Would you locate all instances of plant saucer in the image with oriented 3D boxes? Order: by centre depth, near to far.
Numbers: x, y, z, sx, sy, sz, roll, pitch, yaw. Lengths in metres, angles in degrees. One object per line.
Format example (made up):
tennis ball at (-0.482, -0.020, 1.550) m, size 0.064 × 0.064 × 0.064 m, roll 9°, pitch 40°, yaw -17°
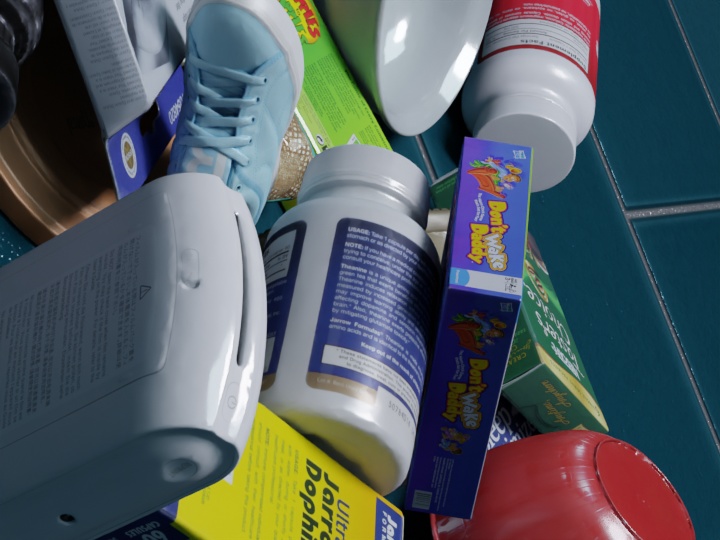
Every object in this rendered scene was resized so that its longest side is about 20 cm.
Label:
plant saucer at (-0.172, -0.097, 1.249) m, size 0.200 × 0.032 × 0.202 m, roll 36°, pitch 41°, yaw -38°

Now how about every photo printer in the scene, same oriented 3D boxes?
photo printer at (-0.130, 0.050, 1.038) m, size 0.069 × 0.199 × 0.168 m, roll 35°, pitch 40°, yaw -39°

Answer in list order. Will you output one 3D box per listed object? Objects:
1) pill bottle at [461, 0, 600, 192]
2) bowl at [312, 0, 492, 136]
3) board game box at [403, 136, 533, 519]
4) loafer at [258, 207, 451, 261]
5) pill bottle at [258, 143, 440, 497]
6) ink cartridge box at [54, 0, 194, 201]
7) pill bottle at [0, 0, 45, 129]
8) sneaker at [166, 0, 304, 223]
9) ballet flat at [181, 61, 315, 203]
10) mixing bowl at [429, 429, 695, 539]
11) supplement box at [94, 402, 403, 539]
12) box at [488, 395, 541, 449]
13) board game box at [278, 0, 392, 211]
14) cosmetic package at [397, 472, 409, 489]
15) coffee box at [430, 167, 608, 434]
pill bottle at (0.142, -0.163, 1.707) m, size 0.112 × 0.112 × 0.201 m, roll 44°, pitch 36°, yaw -30°
bowl at (0.022, -0.209, 1.540) m, size 0.201 × 0.090 × 0.203 m, roll -47°, pitch 146°, yaw -46°
board game box at (0.067, 0.038, 1.279) m, size 0.135 × 0.044 × 0.201 m, roll -81°, pitch 180°, yaw -45°
loafer at (0.000, 0.000, 1.354) m, size 0.198 × 0.076 × 0.068 m, roll -8°, pitch 77°, yaw -29°
pill bottle at (-0.011, 0.028, 1.226) m, size 0.111 × 0.110 × 0.202 m, roll 40°, pitch 47°, yaw -35°
ink cartridge box at (-0.132, -0.162, 1.207) m, size 0.200 × 0.040 × 0.202 m, roll -72°, pitch 148°, yaw -66°
pill bottle at (-0.229, -0.174, 1.138) m, size 0.112 × 0.111 × 0.202 m, roll 33°, pitch 42°, yaw -42°
sneaker at (-0.078, -0.079, 1.213) m, size 0.201 × 0.073 × 0.082 m, roll 93°, pitch 11°, yaw -49°
ballet flat at (-0.096, -0.134, 1.364) m, size 0.065 × 0.070 × 0.201 m, roll -33°, pitch 93°, yaw -45°
mixing bowl at (0.153, 0.183, 1.369) m, size 0.199 × 0.108 × 0.201 m, roll 35°, pitch 30°, yaw -24°
supplement box at (-0.078, 0.149, 1.133) m, size 0.200 × 0.108 × 0.110 m, roll 40°, pitch 38°, yaw -35°
box at (0.093, 0.116, 1.503) m, size 0.201 × 0.032 × 0.121 m, roll 59°, pitch 30°, yaw -7°
board game box at (-0.038, -0.109, 1.449) m, size 0.201 × 0.047 × 0.102 m, roll 62°, pitch 30°, yaw -6°
cosmetic package at (-0.002, 0.110, 1.339) m, size 0.199 × 0.050 × 0.083 m, roll -15°, pitch 81°, yaw -59°
coffee box at (0.118, 0.029, 1.539) m, size 0.123 × 0.044 × 0.201 m, roll 46°, pitch 21°, yaw -47°
